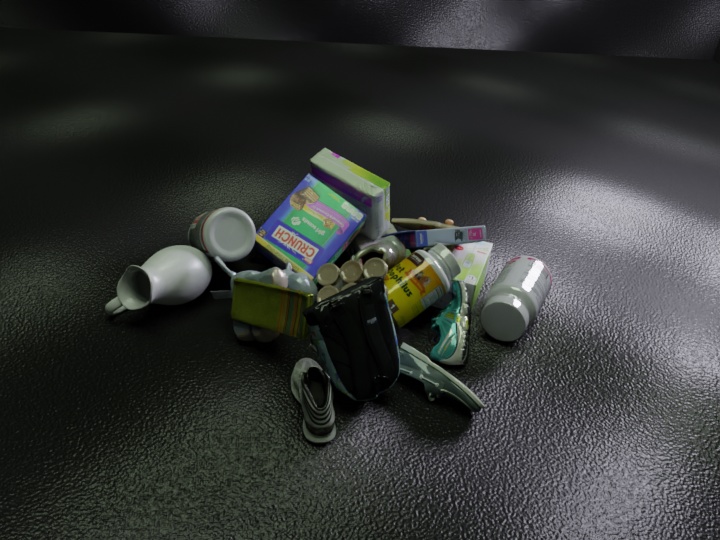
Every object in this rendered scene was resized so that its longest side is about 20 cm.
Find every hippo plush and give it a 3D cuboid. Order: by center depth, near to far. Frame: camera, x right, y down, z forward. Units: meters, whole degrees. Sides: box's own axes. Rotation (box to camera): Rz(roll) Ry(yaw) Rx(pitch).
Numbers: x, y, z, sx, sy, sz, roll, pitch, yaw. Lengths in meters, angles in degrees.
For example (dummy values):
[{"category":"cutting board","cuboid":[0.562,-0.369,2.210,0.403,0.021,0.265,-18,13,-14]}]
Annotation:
[{"category":"hippo plush","cuboid":[-0.180,0.063,1.500,0.200,0.160,0.161,10,6,36]}]

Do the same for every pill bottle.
[{"category":"pill bottle","cuboid":[0.106,0.033,1.518,0.200,0.109,0.109,-36,45,-9]},{"category":"pill bottle","cuboid":[0.331,0.059,1.573,0.113,0.114,0.200,18,35,20]},{"category":"pill bottle","cuboid":[-0.313,-0.077,1.625,0.116,0.116,0.200,-12,6,-26]}]

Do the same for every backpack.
[{"category":"backpack","cuboid":[-0.007,0.133,1.327,0.163,0.200,0.154,-26,1,-24]}]

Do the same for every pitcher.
[{"category":"pitcher","cuboid":[-0.416,0.028,1.517,0.121,0.171,0.200,61,31,2]}]

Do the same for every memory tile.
[{"category":"memory tile","cuboid":[-0.016,0.073,1.460,0.153,0.017,0.200,-8,67,18]}]

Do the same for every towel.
[{"category":"towel","cuboid":[-0.171,0.070,1.383,0.200,0.086,0.018,11,5,36]}]

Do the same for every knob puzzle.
[{"category":"knob puzzle","cuboid":[0.175,-0.111,1.791,0.219,0.031,0.220,11,-3,1]}]

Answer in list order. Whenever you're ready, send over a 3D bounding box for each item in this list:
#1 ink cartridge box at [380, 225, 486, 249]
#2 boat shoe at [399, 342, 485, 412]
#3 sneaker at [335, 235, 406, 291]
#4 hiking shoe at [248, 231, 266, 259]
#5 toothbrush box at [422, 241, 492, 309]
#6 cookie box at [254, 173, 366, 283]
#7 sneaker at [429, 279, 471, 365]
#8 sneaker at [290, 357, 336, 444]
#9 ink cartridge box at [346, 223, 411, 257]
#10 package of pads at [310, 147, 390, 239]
[{"category":"ink cartridge box","cuboid":[0.158,-0.071,1.606,0.200,0.042,0.119,-3,0,-21]},{"category":"boat shoe","cuboid":[0.141,0.212,1.375,0.200,0.073,0.062,35,85,28]},{"category":"sneaker","cuboid":[0.000,0.000,1.552,0.081,0.200,0.088,51,21,11]},{"category":"hiking shoe","cuboid":[-0.165,-0.069,1.734,0.200,0.076,0.101,7,30,-4]},{"category":"toothbrush box","cuboid":[0.206,0.001,1.673,0.145,0.086,0.200,15,32,14]},{"category":"cookie box","cuboid":[-0.113,-0.086,1.641,0.171,0.075,0.200,37,76,10]},{"category":"sneaker","cuboid":[0.183,0.100,1.496,0.080,0.078,0.200,1,50,14]},{"category":"sneaker","cuboid":[-0.077,0.195,1.298,0.076,0.116,0.201,-3,33,-13]},{"category":"ink cartridge box","cuboid":[0.037,-0.050,1.742,0.117,0.067,0.200,-5,35,-16]},{"category":"package of pads","cuboid":[-0.023,-0.174,1.707,0.200,0.155,0.068,33,59,26]}]
